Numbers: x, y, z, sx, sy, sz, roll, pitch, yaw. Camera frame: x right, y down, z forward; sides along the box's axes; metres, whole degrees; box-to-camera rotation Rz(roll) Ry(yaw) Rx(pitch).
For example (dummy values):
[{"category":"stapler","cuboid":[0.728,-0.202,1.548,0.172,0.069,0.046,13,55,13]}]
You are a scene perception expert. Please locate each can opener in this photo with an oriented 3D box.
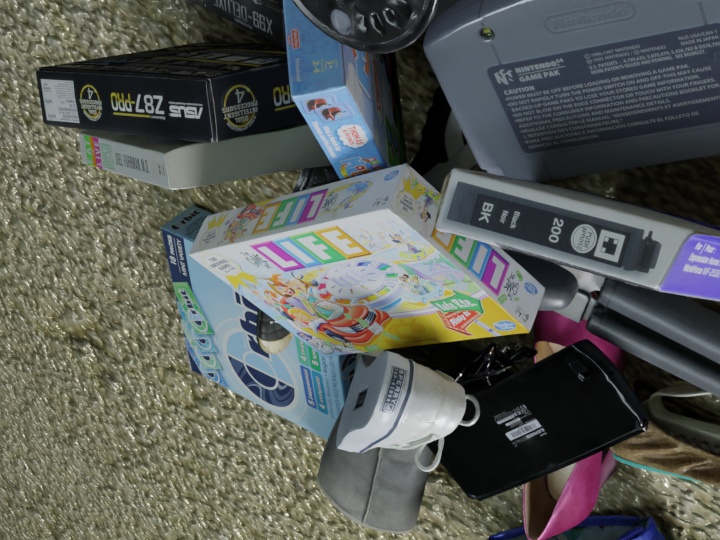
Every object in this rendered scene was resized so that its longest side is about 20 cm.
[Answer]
[{"category":"can opener","cuboid":[0.163,0.034,0.945,0.200,0.067,0.053,27,135,14]}]

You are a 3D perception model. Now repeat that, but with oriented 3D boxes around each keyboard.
[{"category":"keyboard","cuboid":[0.115,0.092,1.024,0.104,0.040,0.200,52,139,-3]}]

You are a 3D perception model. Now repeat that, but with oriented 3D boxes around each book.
[{"category":"book","cuboid":[-0.114,-0.090,1.065,0.200,0.133,0.048,18,117,61]}]

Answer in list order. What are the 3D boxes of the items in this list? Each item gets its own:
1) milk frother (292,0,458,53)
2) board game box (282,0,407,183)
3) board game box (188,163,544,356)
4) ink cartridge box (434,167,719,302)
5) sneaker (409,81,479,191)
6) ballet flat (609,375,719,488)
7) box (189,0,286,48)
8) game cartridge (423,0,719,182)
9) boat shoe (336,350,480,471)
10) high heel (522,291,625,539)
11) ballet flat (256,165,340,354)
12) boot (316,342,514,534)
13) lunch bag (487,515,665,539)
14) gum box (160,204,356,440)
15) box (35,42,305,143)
[{"category":"milk frother","cuboid":[0.076,-0.222,0.737,0.200,0.188,0.181,19,135,36]},{"category":"board game box","cuboid":[-0.008,-0.133,0.892,0.037,0.151,0.200,-9,160,11]},{"category":"board game box","cuboid":[0.000,0.000,0.937,0.134,0.034,0.200,39,149,-30]},{"category":"ink cartridge box","cuboid":[0.178,-0.010,0.821,0.200,0.198,0.043,17,96,38]},{"category":"sneaker","cuboid":[0.071,-0.137,0.931,0.112,0.073,0.200,52,137,4]},{"category":"ballet flat","cuboid":[0.252,0.116,0.966,0.200,0.068,0.072,19,115,42]},{"category":"box","cuboid":[-0.112,-0.266,1.026,0.200,0.050,0.158,29,140,28]},{"category":"game cartridge","cuboid":[0.143,-0.116,0.815,0.200,0.041,0.133,-7,136,27]},{"category":"boat shoe","cuboid":[0.038,0.096,1.007,0.086,0.075,0.202,18,167,-6]},{"category":"high heel","cuboid":[0.138,0.098,1.035,0.067,0.096,0.200,22,136,35]},{"category":"ballet flat","cuboid":[-0.039,-0.011,1.127,0.057,0.066,0.200,20,123,-1]},{"category":"boot","cuboid":[0.050,0.146,1.173,0.182,0.073,0.200,33,129,26]},{"category":"lunch bag","cuboid":[0.186,0.286,1.139,0.200,0.127,0.170,-24,100,41]},{"category":"gum box","cuboid":[-0.079,0.050,1.279,0.200,0.045,0.170,24,137,34]},{"category":"box","cuboid":[-0.110,-0.133,1.047,0.200,0.161,0.049,9,112,43]}]
